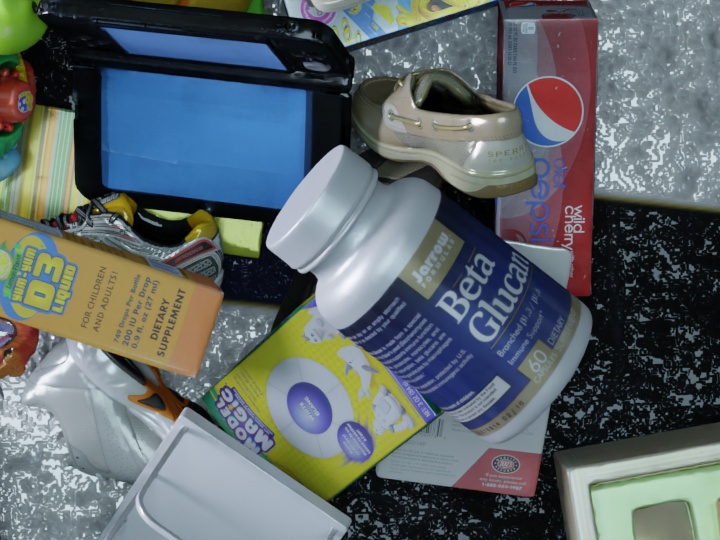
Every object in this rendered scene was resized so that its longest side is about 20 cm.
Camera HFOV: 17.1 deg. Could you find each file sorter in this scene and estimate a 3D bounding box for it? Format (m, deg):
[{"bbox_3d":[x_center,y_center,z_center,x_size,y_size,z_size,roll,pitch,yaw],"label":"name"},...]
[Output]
[{"bbox_3d":[-0.127,0.228,1.627,0.138,0.125,0.200,34,120,-1],"label":"file sorter"}]

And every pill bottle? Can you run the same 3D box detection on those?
[{"bbox_3d":[0.041,0.011,1.531,0.200,0.111,0.111,37,90,-13],"label":"pill bottle"}]

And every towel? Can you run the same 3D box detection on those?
[{"bbox_3d":[-0.164,-0.065,1.713,0.198,0.018,0.087,9,95,-2],"label":"towel"}]

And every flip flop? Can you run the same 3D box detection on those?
[{"bbox_3d":[0.000,0.000,1.696,0.081,0.057,0.201,30,100,35],"label":"flip flop"}]

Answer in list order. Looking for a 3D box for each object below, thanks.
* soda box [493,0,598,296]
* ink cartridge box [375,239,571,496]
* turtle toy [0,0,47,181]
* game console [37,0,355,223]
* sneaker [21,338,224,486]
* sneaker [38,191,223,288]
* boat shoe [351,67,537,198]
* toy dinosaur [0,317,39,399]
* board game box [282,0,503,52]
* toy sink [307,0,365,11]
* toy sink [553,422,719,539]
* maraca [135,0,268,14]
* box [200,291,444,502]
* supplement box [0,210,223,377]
[{"bbox_3d":[0.129,-0.085,1.669,0.069,0.063,0.202,0,108,-1],"label":"soda box"},{"bbox_3d":[0.079,0.051,1.651,0.115,0.068,0.201,8,121,0],"label":"ink cartridge box"},{"bbox_3d":[-0.269,-0.136,1.630,0.100,0.200,0.147,-7,58,-22],"label":"turtle toy"},{"bbox_3d":[-0.110,-0.105,1.611,0.198,0.176,0.117,6,84,8],"label":"game console"},{"bbox_3d":[-0.156,0.127,1.698,0.092,0.076,0.200,-41,91,17],"label":"sneaker"},{"bbox_3d":[-0.192,-0.022,1.676,0.198,0.078,0.083,7,114,-9],"label":"sneaker"},{"bbox_3d":[0.054,-0.108,1.630,0.072,0.200,0.065,-18,116,-22],"label":"boat shoe"},{"bbox_3d":[-0.315,0.030,1.643,0.180,0.105,0.201,-13,111,17],"label":"toy dinosaur"},{"bbox_3d":[0.022,-0.269,1.690,0.194,0.056,0.201,-17,92,-1],"label":"board game box"},{"bbox_3d":[0.005,-0.255,1.575,0.130,0.112,0.201,-21,70,-1],"label":"toy sink"},{"bbox_3d":[0.246,0.180,1.679,0.198,0.112,0.131,-9,92,-1],"label":"toy sink"},{"bbox_3d":[-0.123,-0.210,1.667,0.136,0.107,0.201,-12,111,23],"label":"maraca"},{"bbox_3d":[-0.028,0.091,1.647,0.118,0.048,0.200,52,134,4],"label":"box"},{"bbox_3d":[-0.196,0.010,1.606,0.199,0.069,0.067,18,94,-10],"label":"supplement box"}]
